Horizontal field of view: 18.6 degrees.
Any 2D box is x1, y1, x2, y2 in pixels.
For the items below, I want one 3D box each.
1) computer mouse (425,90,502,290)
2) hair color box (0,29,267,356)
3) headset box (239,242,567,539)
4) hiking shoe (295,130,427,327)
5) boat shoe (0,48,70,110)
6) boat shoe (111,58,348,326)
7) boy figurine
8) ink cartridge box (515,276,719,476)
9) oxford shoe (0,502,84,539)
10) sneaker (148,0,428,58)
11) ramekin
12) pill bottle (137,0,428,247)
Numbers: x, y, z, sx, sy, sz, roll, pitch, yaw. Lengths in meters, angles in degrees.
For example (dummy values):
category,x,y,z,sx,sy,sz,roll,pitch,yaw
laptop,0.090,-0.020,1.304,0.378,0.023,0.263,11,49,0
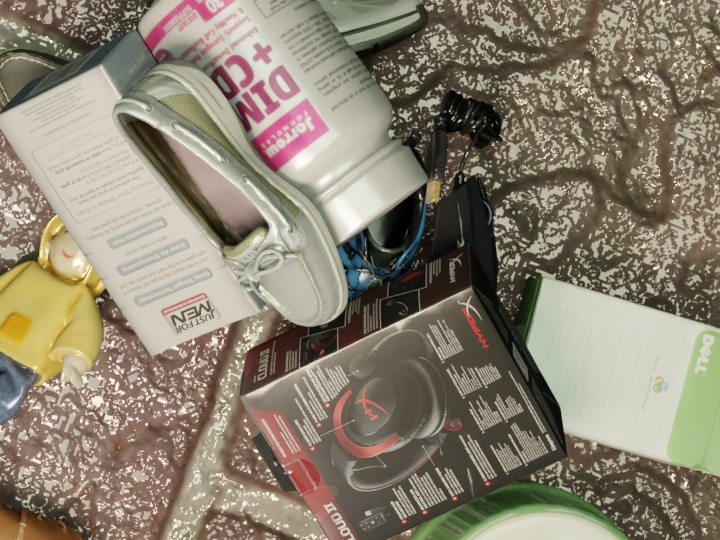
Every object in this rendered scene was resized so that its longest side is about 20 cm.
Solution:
category,x,y,z,sx,sy,sz,roll,pitch,yaw
computer mouse,0.073,-0.027,1.542,0.046,0.140,0.201,11,86,16
hair color box,-0.147,-0.050,1.487,0.099,0.061,0.201,-22,110,30
headset box,0.021,0.096,1.513,0.199,0.075,0.149,-27,111,12
hiking shoe,0.000,0.000,1.558,0.074,0.087,0.201,11,86,-7
boat shoe,-0.179,-0.092,1.551,0.201,0.061,0.072,36,84,-5
boat shoe,-0.084,-0.041,1.420,0.202,0.074,0.065,56,45,-14
boy figurine,-0.228,0.040,1.520,0.124,0.065,0.200,28,70,32
ink cartridge box,0.205,0.081,1.596,0.199,0.059,0.104,16,87,-6
oxford shoe,-0.236,0.193,1.533,0.071,0.071,0.200,-45,100,-24
sneaker,-0.056,-0.199,1.566,0.199,0.076,0.116,-13,91,-6
ramekin,0.121,0.253,1.557,0.199,0.098,0.201,0,87,-8
pill bottle,-0.049,-0.114,1.475,0.113,0.113,0.200,-36,89,-8
